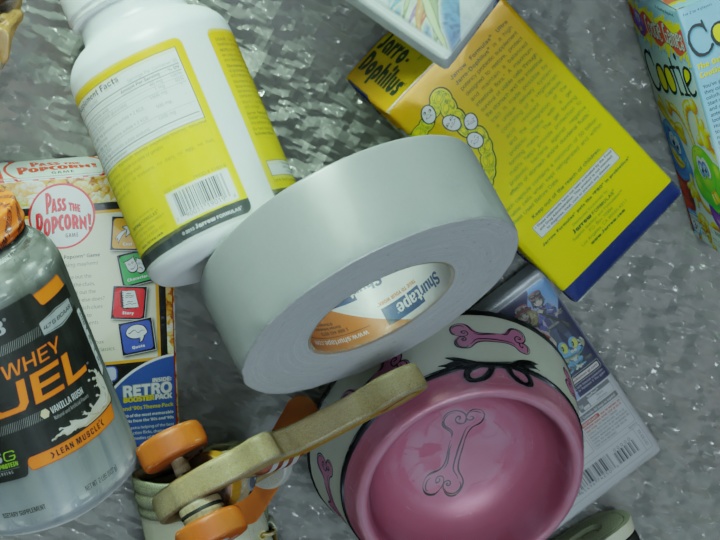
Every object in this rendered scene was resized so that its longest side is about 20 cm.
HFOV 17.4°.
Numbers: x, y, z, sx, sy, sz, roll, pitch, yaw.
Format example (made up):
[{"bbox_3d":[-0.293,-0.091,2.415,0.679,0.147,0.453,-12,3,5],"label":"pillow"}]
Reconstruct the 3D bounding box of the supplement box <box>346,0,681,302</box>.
[{"bbox_3d":[0.104,-0.093,1.615,0.110,0.109,0.200,-45,113,1],"label":"supplement box"}]

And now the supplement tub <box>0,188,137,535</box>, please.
[{"bbox_3d":[-0.230,0.058,1.508,0.122,0.123,0.201,-23,111,-8],"label":"supplement tub"}]

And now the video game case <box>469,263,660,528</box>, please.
[{"bbox_3d":[0.096,0.123,1.727,0.200,0.023,0.183,-37,113,-1],"label":"video game case"}]

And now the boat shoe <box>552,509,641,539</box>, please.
[{"bbox_3d":[0.128,0.256,1.750,0.199,0.072,0.068,-30,108,-7],"label":"boat shoe"}]

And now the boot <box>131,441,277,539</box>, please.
[{"bbox_3d":[-0.062,0.198,1.679,0.199,0.072,0.156,-6,107,-11],"label":"boot"}]

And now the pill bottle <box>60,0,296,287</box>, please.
[{"bbox_3d":[-0.120,-0.100,1.517,0.111,0.112,0.201,-22,82,-8],"label":"pill bottle"}]

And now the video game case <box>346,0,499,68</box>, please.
[{"bbox_3d":[0.028,-0.257,1.514,0.200,0.022,0.183,36,79,8],"label":"video game case"}]

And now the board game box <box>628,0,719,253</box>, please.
[{"bbox_3d":[0.273,-0.119,1.657,0.104,0.103,0.201,-22,112,-8],"label":"board game box"}]

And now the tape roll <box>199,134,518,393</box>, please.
[{"bbox_3d":[0.000,-0.002,1.501,0.199,0.200,0.066,-27,69,-7],"label":"tape roll"}]

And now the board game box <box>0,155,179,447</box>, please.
[{"bbox_3d":[-0.202,0.025,1.597,0.151,0.046,0.201,-4,108,-14],"label":"board game box"}]

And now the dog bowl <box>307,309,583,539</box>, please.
[{"bbox_3d":[0.067,0.130,1.644,0.199,0.074,0.201,-9,125,-13],"label":"dog bowl"}]

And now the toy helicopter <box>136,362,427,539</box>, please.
[{"bbox_3d":[-0.045,0.118,1.561,0.199,0.132,0.079,-27,78,2],"label":"toy helicopter"}]

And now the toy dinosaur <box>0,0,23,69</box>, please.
[{"bbox_3d":[-0.231,-0.181,1.508,0.060,0.106,0.200,41,99,-15],"label":"toy dinosaur"}]
